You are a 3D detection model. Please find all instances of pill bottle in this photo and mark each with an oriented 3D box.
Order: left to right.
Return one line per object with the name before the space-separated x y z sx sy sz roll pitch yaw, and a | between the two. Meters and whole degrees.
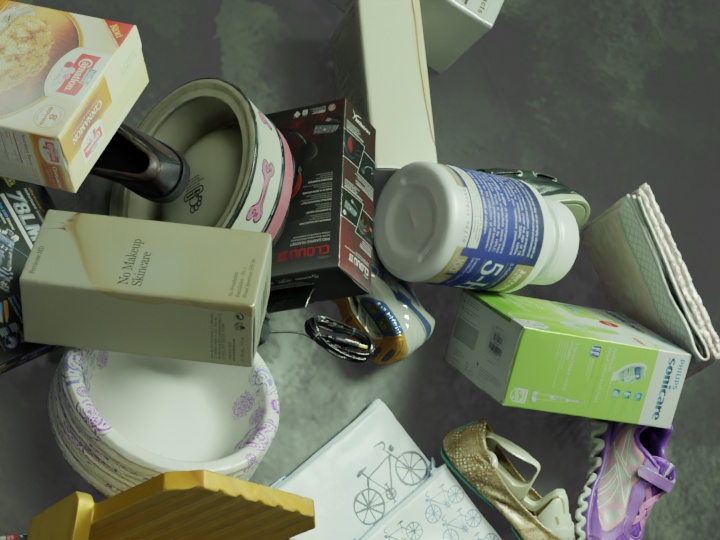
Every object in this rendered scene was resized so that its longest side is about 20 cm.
pill bottle | 0.122 -0.039 1.740 0.200 0.120 0.120 7 66 -40

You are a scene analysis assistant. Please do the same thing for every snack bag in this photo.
snack bag | 0.022 0.243 1.674 0.188 0.021 0.200 -37 89 -34

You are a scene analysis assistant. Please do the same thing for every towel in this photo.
towel | 0.303 0.024 1.819 0.032 0.191 0.200 -20 80 -12

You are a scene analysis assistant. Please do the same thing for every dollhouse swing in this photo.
dollhouse swing | -0.151 0.270 1.433 0.200 0.176 0.182 23 67 -42

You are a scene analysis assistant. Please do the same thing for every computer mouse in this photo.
computer mouse | -0.075 0.050 1.584 0.200 0.034 0.059 10 43 -25

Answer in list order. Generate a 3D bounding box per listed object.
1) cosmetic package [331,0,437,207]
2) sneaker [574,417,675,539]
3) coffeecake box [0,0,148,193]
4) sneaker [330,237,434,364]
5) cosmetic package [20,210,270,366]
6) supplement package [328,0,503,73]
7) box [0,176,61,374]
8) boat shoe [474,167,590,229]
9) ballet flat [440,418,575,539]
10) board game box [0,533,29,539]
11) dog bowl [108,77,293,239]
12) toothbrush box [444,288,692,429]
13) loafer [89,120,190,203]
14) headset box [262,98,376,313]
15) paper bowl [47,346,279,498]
cosmetic package | 0.023 -0.176 1.795 0.073 0.104 0.200 1 70 -18
sneaker | 0.279 0.226 1.768 0.080 0.088 0.200 36 54 -43
coffeecake box | -0.318 -0.166 1.563 0.200 0.073 0.154 13 52 17
sneaker | 0.000 0.000 1.745 0.088 0.075 0.200 -24 83 -51
cosmetic package | -0.182 0.015 1.487 0.200 0.073 0.104 6 39 1
supplement package | 0.052 -0.330 1.870 0.200 0.117 0.117 32 58 -14
box | -0.356 -0.002 1.556 0.198 0.050 0.200 -26 83 -34
boat shoe | 0.147 -0.079 1.851 0.199 0.075 0.066 -2 42 -20
ballet flat | 0.166 0.228 1.722 0.200 0.065 0.071 46 20 -6
board game box | -0.355 0.289 1.428 0.200 0.062 0.200 30 58 -14
dog bowl | -0.145 -0.076 1.621 0.074 0.200 0.201 26 57 -43
toothbrush box | 0.209 0.088 1.752 0.200 0.146 0.086 11 101 -23
loafer | -0.250 -0.121 1.594 0.200 0.063 0.072 23 88 23
headset box | -0.067 -0.051 1.666 0.075 0.148 0.200 41 46 -55
paper bowl | -0.181 0.130 1.541 0.200 0.104 0.201 16 41 -15
